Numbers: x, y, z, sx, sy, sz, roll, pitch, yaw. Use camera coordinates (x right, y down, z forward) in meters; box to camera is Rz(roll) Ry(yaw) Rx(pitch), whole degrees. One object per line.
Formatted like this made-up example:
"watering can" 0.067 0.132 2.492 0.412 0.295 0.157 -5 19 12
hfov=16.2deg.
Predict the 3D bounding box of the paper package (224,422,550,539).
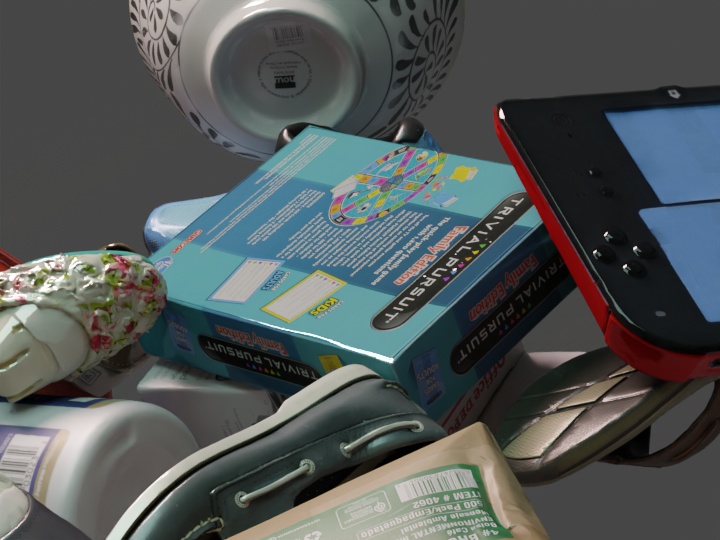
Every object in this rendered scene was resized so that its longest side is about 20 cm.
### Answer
"paper package" -0.003 0.186 0.947 0.200 0.191 0.103 -23 30 -2

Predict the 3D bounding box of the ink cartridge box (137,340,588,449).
"ink cartridge box" 0.003 0.050 1.284 0.200 0.067 0.116 0 37 33

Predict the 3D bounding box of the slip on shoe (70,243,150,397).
"slip on shoe" -0.137 0.015 1.380 0.061 0.076 0.200 -50 3 6

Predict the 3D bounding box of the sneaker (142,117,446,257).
"sneaker" -0.036 -0.047 1.445 0.200 0.090 0.078 -12 32 21

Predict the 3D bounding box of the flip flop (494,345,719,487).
"flip flop" 0.147 0.059 1.192 0.200 0.058 0.081 -27 17 -38

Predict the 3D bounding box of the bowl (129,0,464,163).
"bowl" -0.039 -0.132 1.471 0.201 0.201 0.094 -16 29 12

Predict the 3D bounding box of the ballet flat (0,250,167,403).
"ballet flat" -0.191 0.040 1.231 0.200 0.076 0.064 -10 39 8

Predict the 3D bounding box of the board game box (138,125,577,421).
"board game box" 0.000 0.000 1.251 0.200 0.047 0.151 14 46 44

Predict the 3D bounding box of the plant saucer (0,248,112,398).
"plant saucer" -0.223 0.008 1.380 0.037 0.200 0.200 -51 31 6

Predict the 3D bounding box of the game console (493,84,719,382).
"game console" 0.180 -0.026 1.195 0.200 0.031 0.177 -5 50 -24

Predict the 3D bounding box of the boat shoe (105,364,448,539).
"boat shoe" -0.040 0.110 1.079 0.062 0.073 0.200 28 47 31

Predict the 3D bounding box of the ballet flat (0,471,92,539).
"ballet flat" -0.200 0.114 1.154 0.200 0.073 0.073 8 42 41

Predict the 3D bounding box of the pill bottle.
"pill bottle" -0.182 0.116 1.263 0.200 0.111 0.111 2 38 36
